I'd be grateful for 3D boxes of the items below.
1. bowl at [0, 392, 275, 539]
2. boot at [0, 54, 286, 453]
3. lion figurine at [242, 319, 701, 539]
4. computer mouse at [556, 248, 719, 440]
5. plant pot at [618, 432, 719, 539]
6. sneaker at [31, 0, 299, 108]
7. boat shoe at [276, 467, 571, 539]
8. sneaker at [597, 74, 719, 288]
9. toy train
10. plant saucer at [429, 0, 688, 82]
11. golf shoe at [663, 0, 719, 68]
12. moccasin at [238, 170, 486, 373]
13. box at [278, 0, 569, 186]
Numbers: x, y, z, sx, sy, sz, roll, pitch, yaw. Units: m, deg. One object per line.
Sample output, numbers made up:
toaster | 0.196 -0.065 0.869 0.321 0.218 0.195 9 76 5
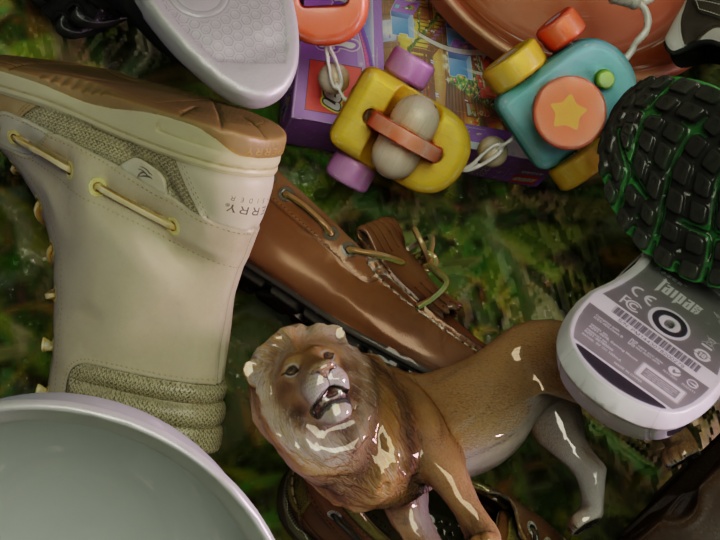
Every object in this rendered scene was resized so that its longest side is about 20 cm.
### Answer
bowl | -0.124 0.130 0.838 0.200 0.090 0.202 0 110 0
boot | -0.129 -0.012 0.902 0.199 0.073 0.156 17 104 30
lion figurine | 0.050 0.062 0.871 0.199 0.073 0.123 -15 65 -36
computer mouse | 0.137 0.023 0.880 0.109 0.044 0.200 38 38 14
plant pot | 0.225 0.150 0.883 0.200 0.200 0.198 -42 83 -21
sneaker | -0.098 -0.130 0.931 0.070 0.099 0.200 -25 65 -31
boat shoe | 0.056 0.137 0.910 0.199 0.068 0.072 24 68 -6
sneaker | 0.189 -0.014 0.873 0.200 0.085 0.078 37 105 18
toy train | 0.045 -0.107 0.920 0.199 0.056 0.151 3 99 -2
plant saucer | 0.108 -0.183 0.998 0.199 0.032 0.202 4 74 -14
golf shoe | 0.222 -0.068 0.910 0.094 0.078 0.200 -42 63 2
moccasin | 0.000 0.000 0.941 0.201 0.074 0.078 32 78 8
box | 0.036 -0.151 1.008 0.136 0.039 0.201 10 72 -12
